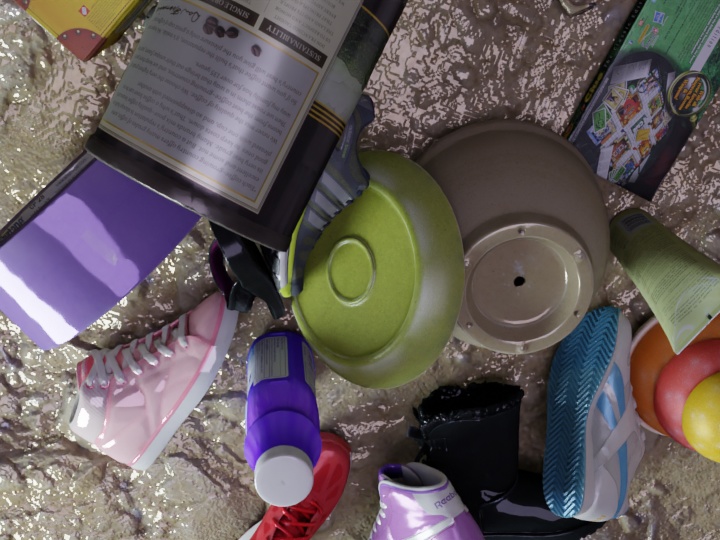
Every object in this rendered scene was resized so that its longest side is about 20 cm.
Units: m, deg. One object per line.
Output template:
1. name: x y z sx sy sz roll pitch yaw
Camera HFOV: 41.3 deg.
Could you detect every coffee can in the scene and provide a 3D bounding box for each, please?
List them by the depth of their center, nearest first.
1. coffee can: -0.068 -0.134 0.617 0.145 0.146 0.202 27 93 -14

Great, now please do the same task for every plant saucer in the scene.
1. plant saucer: 0.000 0.000 0.804 0.031 0.199 0.202 -2 117 -46

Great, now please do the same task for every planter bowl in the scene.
1. planter bowl: 0.126 -0.012 0.822 0.197 0.135 0.203 -1 116 -1

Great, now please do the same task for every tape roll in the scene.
1. tape roll: -0.209 -0.039 0.755 0.199 0.200 0.085 -39 110 9

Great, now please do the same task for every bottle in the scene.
1. bottle: -0.068 0.127 0.830 0.064 0.200 0.085 -4 113 -4

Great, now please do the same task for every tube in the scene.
1. tube: 0.262 0.002 0.816 0.051 0.200 0.059 -3 110 -2

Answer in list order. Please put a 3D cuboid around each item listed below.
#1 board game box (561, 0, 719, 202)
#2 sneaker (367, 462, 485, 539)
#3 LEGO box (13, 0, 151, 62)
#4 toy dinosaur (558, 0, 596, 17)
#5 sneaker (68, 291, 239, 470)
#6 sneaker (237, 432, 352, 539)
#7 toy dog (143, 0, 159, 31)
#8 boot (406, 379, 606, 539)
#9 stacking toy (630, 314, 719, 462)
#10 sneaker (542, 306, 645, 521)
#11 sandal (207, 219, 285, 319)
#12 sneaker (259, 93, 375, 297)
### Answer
1. board game box: 0.266 -0.172 0.847 0.104 0.024 0.202 25 107 -11
2. sneaker: 0.037 0.243 0.928 0.200 0.072 0.115 -31 86 48
3. LEGO box: -0.157 -0.261 0.705 0.077 0.149 0.200 41 101 -17
4. toy dinosaur: 0.172 -0.265 0.796 0.198 0.058 0.102 -20 96 -6
5. sneaker: -0.195 0.088 0.869 0.104 0.076 0.201 30 109 -20
6. sneaker: -0.065 0.263 0.925 0.078 0.116 0.202 24 106 -14
7. toy dog: -0.073 -0.204 0.758 0.197 0.133 0.097 -9 134 -12
8. boot: 0.147 0.188 0.944 0.195 0.074 0.165 -8 111 1
9. stacking toy: 0.334 0.129 0.869 0.144 0.200 0.148 -2 111 -5
10. sneaker: 0.229 0.136 0.913 0.080 0.076 0.203 15 82 -29
11. sandal: -0.105 -0.003 0.798 0.047 0.201 0.076 -25 72 -2
12. sneaker: -0.035 -0.059 0.767 0.080 0.074 0.202 -5 134 -22
